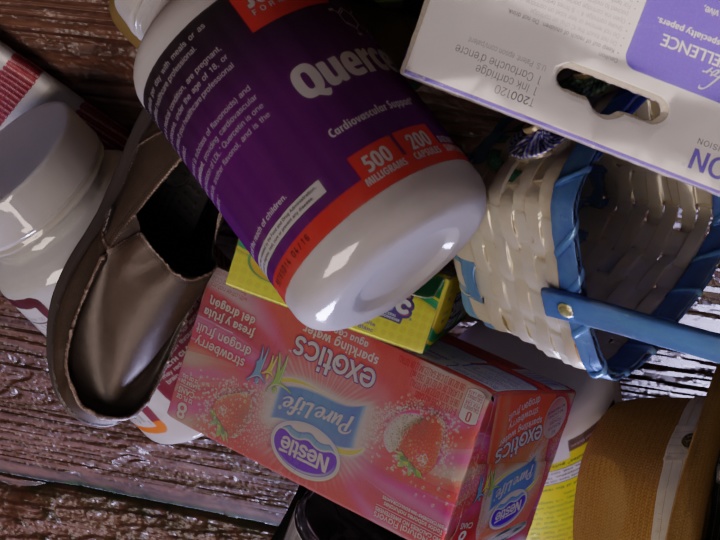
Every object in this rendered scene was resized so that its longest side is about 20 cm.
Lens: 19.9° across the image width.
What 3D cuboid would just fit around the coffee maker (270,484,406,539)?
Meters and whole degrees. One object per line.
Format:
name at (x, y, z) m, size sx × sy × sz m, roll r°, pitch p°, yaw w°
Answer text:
coffee maker at (-0.018, 0.211, 1.396) m, size 0.134 × 0.193 × 0.201 m, roll 26°, pitch 123°, yaw -9°

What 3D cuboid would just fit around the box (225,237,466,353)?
box at (0.000, 0.000, 1.136) m, size 0.117 × 0.200 × 0.049 m, roll 19°, pitch 96°, yaw 9°

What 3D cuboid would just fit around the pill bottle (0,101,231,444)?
pill bottle at (-0.148, 0.001, 1.240) m, size 0.114 × 0.115 × 0.200 m, roll -16°, pitch 128°, yaw 38°

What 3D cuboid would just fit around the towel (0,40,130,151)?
towel at (-0.228, -0.087, 1.285) m, size 0.199 × 0.023 × 0.144 m, roll 36°, pitch 137°, yaw -13°

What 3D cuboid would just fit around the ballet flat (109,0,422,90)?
ballet flat at (-0.059, -0.123, 1.125) m, size 0.198 × 0.063 × 0.069 m, roll 8°, pitch 136°, yaw 21°

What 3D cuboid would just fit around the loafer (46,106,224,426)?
loafer at (-0.120, -0.002, 1.144) m, size 0.073 × 0.071 × 0.201 m, roll 13°, pitch 102°, yaw -27°

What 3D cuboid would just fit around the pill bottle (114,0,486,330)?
pill bottle at (-0.035, -0.077, 1.003) m, size 0.200 × 0.112 × 0.113 m, roll 53°, pitch 142°, yaw 16°

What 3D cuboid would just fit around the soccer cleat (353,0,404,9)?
soccer cleat at (0.035, -0.176, 1.037) m, size 0.199 × 0.065 × 0.084 m, roll 3°, pitch 105°, yaw 31°

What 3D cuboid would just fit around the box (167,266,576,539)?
box at (0.004, 0.075, 1.151) m, size 0.199 × 0.102 × 0.095 m, roll 23°, pitch 99°, yaw 31°

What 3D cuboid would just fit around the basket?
basket at (0.150, -0.027, 1.030) m, size 0.199 × 0.176 × 0.140 m, roll 13°, pitch 133°, yaw 31°

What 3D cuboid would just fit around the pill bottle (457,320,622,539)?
pill bottle at (0.112, 0.126, 1.261) m, size 0.108 × 0.110 × 0.201 m, roll 7°, pitch 136°, yaw 21°

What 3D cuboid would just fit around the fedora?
fedora at (0.171, 0.133, 1.166) m, size 0.081 × 0.201 × 0.202 m, roll 7°, pitch 136°, yaw 21°

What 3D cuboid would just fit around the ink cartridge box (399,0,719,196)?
ink cartridge box at (0.140, -0.151, 0.942) m, size 0.197 × 0.043 × 0.201 m, roll 22°, pitch 110°, yaw 4°
